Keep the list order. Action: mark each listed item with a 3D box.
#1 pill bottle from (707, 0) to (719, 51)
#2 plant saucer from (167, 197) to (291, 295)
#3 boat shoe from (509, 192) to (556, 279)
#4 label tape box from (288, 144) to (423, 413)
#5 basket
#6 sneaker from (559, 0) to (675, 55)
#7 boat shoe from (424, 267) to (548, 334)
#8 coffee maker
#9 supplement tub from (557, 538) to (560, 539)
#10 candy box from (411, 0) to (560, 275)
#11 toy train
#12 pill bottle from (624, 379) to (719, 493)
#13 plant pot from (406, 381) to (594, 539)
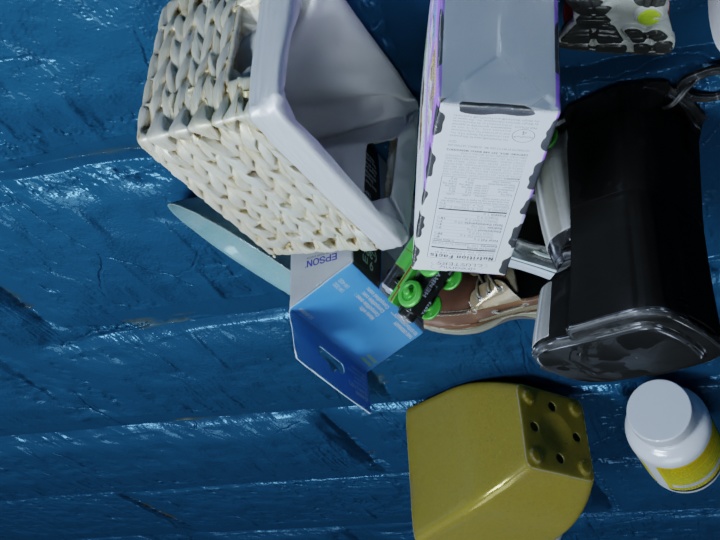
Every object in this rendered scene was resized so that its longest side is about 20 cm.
[{"bbox_3d":[0.313,-0.180,0.588,0.198,0.115,0.114,0,153,5],"label":"pill bottle"},{"bbox_3d":[-0.084,-0.020,0.946,0.200,0.039,0.201,32,172,5],"label":"plant saucer"},{"bbox_3d":[0.175,-0.032,0.928,0.198,0.073,0.071,5,157,-2],"label":"boat shoe"},{"bbox_3d":[0.000,0.000,0.864,0.066,0.202,0.143,-15,148,22],"label":"label tape box"},{"bbox_3d":[-0.053,-0.109,0.737,0.122,0.137,0.200,-7,152,26],"label":"basket"},{"bbox_3d":[0.163,-0.187,0.631,0.076,0.086,0.200,6,176,9],"label":"sneaker"},{"bbox_3d":[0.140,0.013,1.030,0.198,0.076,0.072,-9,149,0],"label":"boat shoe"},{"bbox_3d":[0.212,-0.033,0.786,0.133,0.202,0.192,11,152,-19],"label":"coffee maker"},{"bbox_3d":[0.231,0.404,1.714,0.198,0.124,0.123,11,152,-18],"label":"supplement tub"},{"bbox_3d":[0.077,-0.116,0.669,0.071,0.169,0.200,4,153,1],"label":"candy box"},{"bbox_3d":[0.082,-0.050,0.804,0.042,0.201,0.056,31,-175,-47],"label":"toy train"},{"bbox_3d":[0.412,0.216,1.350,0.110,0.112,0.200,-10,151,23],"label":"pill bottle"},{"bbox_3d":[0.198,0.253,1.361,0.193,0.197,0.200,17,143,-27],"label":"plant pot"}]
